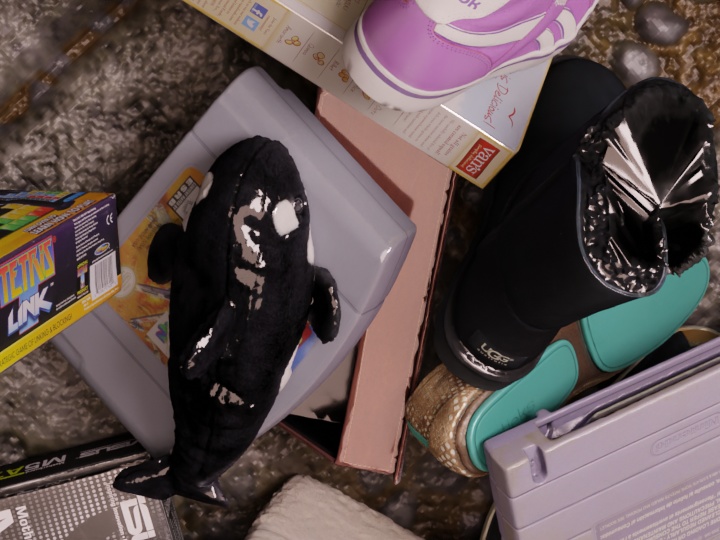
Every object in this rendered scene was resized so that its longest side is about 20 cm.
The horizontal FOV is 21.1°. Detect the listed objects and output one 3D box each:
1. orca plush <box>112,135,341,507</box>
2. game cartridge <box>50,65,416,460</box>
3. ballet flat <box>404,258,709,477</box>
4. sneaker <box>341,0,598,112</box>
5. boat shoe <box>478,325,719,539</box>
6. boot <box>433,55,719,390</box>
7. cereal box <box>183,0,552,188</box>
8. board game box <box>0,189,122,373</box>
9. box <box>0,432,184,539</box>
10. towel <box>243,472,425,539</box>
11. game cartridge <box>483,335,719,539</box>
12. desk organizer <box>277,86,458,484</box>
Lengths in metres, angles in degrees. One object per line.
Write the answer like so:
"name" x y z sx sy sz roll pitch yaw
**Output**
"orca plush" -0.080 0.035 0.929 0.105 0.071 0.200 37 118 12
"game cartridge" -0.068 0.011 0.977 0.133 0.042 0.200 49 120 10
"ballet flat" 0.098 0.034 1.007 0.200 0.065 0.071 -31 122 -33
"sneaker" 0.083 -0.146 0.882 0.073 0.200 0.114 44 130 3
"boat shoe" 0.133 0.115 1.046 0.075 0.062 0.200 39 101 -13
"boot" 0.116 -0.048 0.910 0.076 0.168 0.201 31 60 -11
"cereal box" 0.004 -0.145 0.938 0.200 0.144 0.040 33 137 -9
"board game box" -0.228 0.009 0.910 0.165 0.200 0.057 4 107 17
"box" -0.181 0.205 1.063 0.192 0.048 0.201 -13 105 2
"towel" 0.022 0.188 1.005 0.200 0.133 0.035 29 121 9
"game cartridge" 0.162 0.101 0.986 0.199 0.038 0.130 -23 130 -14
"desk organizer" 0.000 0.000 1.007 0.077 0.072 0.201 10 103 -3
